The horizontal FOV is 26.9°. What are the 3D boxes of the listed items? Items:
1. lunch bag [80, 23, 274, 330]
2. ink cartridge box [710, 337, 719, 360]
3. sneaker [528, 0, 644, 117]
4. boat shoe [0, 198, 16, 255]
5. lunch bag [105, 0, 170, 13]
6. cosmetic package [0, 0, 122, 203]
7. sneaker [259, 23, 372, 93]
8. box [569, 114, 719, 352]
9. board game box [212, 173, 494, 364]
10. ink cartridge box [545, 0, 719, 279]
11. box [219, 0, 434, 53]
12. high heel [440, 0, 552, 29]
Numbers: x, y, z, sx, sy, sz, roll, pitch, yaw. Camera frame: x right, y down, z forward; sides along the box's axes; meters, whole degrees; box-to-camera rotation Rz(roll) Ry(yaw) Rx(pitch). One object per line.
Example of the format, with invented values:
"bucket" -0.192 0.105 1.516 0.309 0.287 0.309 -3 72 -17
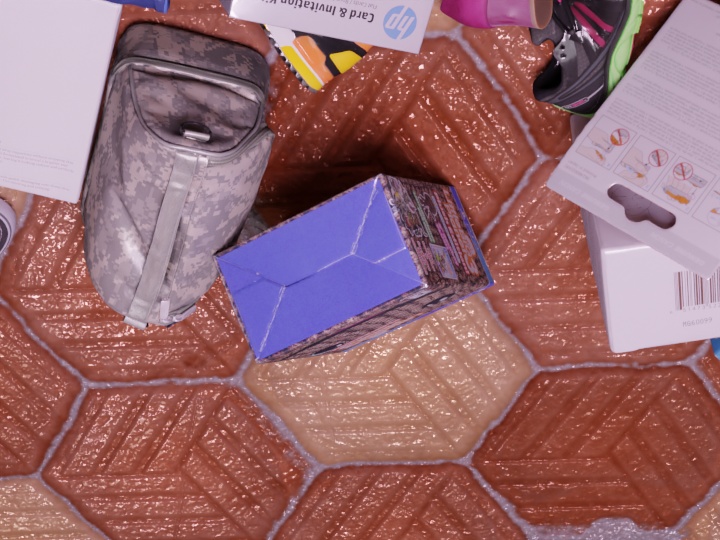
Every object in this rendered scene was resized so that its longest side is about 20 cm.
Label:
"lunch bag" -0.154 -0.073 1.228 0.139 0.168 0.200 14 127 -11
"ink cartridge box" 0.416 0.007 1.304 0.146 0.147 0.200 35 121 -24
"sneaker" 0.175 -0.206 1.181 0.084 0.077 0.200 2 126 -3
"boat shoe" -0.393 0.003 1.352 0.200 0.066 0.070 -26 124 19
"lunch bag" -0.192 -0.294 1.072 0.132 0.136 0.200 5 128 -5
"cosmetic package" -0.259 -0.163 1.213 0.113 0.081 0.200 14 126 -11
"sneaker" -0.056 -0.239 1.170 0.090 0.070 0.200 -33 121 1
"box" 0.261 -0.044 1.229 0.152 0.200 0.106 -8 127 6
"board game box" 0.000 0.000 1.258 0.159 0.200 0.097 -25 82 19
"ink cartridge box" 0.265 -0.101 1.159 0.200 0.160 0.047 -53 149 -6
"box" -0.005 -0.272 1.105 0.156 0.041 0.200 8 115 -20
"high heel" 0.092 -0.279 1.142 0.096 0.067 0.200 12 118 33
